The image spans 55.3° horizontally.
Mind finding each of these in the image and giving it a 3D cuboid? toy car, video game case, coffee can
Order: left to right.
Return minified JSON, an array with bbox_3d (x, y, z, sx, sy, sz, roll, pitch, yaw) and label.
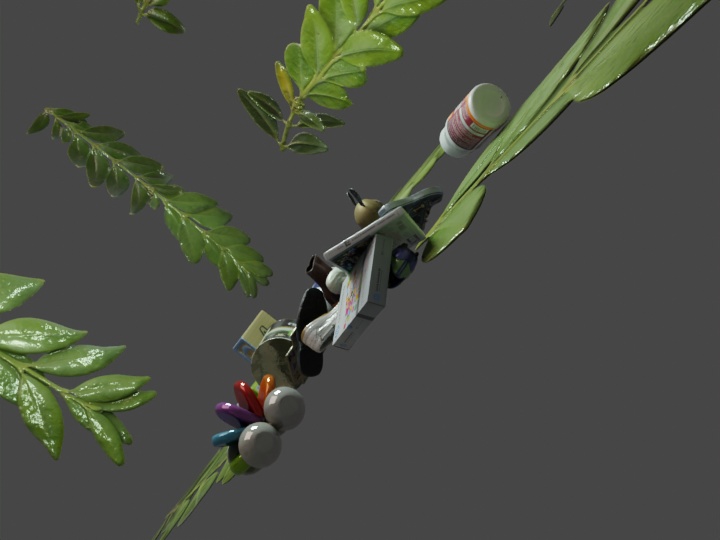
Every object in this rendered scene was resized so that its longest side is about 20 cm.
[{"bbox_3d":[-0.212,0.295,1.348,0.201,0.149,0.175,-55,6,-30],"label":"toy car"},{"bbox_3d":[-0.199,0.221,1.804,0.147,0.146,0.200,-52,5,9],"label":"coffee can"},{"bbox_3d":[0.034,-0.052,1.417,0.181,0.024,0.200,-31,-18,9],"label":"video game case"},{"bbox_3d":[0.046,-0.164,1.903,0.158,0.199,0.164,-53,5,-6],"label":"toy car"}]

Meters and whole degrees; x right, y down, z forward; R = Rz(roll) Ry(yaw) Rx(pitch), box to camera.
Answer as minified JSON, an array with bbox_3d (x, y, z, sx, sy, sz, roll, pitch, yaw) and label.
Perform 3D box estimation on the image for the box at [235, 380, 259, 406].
[{"bbox_3d":[-0.415,0.479,2.633,0.200,0.047,0.122,-50,5,35],"label":"box"}]

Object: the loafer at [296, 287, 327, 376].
[{"bbox_3d":[-0.120,0.141,1.585,0.072,0.072,0.203,166,111,-72],"label":"loafer"}]

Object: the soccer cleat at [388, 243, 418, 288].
[{"bbox_3d":[0.054,0.007,1.397,0.084,0.064,0.200,-57,6,-23],"label":"soccer cleat"}]

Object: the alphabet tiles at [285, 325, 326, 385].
[{"bbox_3d":[-0.123,0.171,1.662,0.201,0.006,0.168,-57,-32,-42],"label":"alphabet tiles"}]

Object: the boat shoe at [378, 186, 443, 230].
[{"bbox_3d":[0.137,-0.131,1.636,0.199,0.092,0.071,-23,-12,-34],"label":"boat shoe"}]

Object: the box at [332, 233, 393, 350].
[{"bbox_3d":[0.004,0.045,1.361,0.200,0.041,0.157,124,159,-54],"label":"box"}]

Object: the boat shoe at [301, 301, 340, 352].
[{"bbox_3d":[-0.034,0.113,1.500,0.199,0.069,0.071,-37,-34,-22],"label":"boat shoe"}]

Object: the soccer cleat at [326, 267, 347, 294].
[{"bbox_3d":[0.000,0.000,1.639,0.199,0.070,0.077,-21,-13,-42],"label":"soccer cleat"}]

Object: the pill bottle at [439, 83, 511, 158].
[{"bbox_3d":[0.271,-0.355,1.663,0.110,0.109,0.200,-54,5,-23],"label":"pill bottle"}]

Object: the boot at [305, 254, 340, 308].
[{"bbox_3d":[-0.058,0.018,1.749,0.072,0.167,0.200,-36,14,21],"label":"boot"}]

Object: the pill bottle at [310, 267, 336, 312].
[{"bbox_3d":[-0.087,0.085,1.869,0.120,0.119,0.200,-50,6,30],"label":"pill bottle"}]

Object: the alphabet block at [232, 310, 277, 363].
[{"bbox_3d":[-0.518,0.367,3.594,0.201,0.196,0.195,-55,7,-35],"label":"alphabet block"}]
